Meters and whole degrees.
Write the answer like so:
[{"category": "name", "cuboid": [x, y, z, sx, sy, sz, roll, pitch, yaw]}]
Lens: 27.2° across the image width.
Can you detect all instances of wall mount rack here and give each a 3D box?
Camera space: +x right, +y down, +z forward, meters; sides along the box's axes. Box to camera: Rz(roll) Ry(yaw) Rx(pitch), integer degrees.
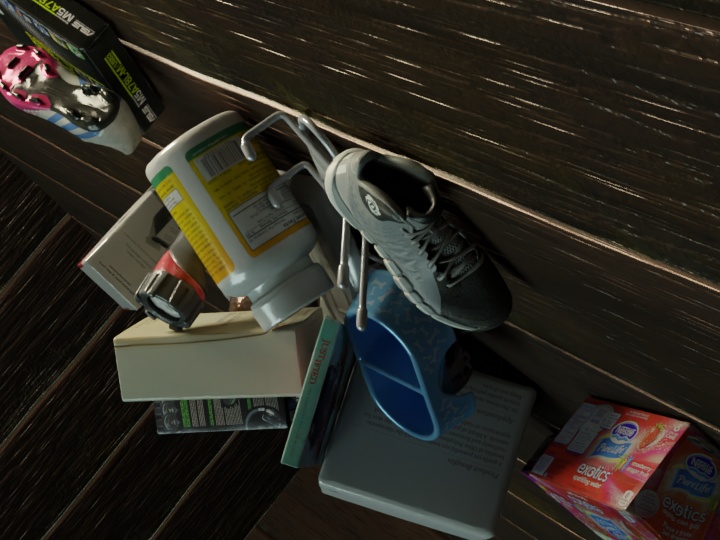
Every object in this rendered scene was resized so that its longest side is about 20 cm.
[{"category": "wall mount rack", "cuboid": [-0.030, -0.048, 1.338, 0.174, 0.075, 0.200, 51, 175, 21]}]

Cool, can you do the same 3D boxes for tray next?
[{"category": "tray", "cuboid": [-0.030, -0.009, 1.524, 0.107, 0.022, 0.200, 14, 135, 54]}]

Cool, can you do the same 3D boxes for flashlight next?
[{"category": "flashlight", "cuboid": [-0.154, -0.034, 1.537, 0.068, 0.200, 0.068, 40, 154, -15]}]

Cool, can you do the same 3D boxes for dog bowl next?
[{"category": "dog bowl", "cuboid": [0.044, 0.088, 1.440, 0.111, 0.050, 0.200, 25, 147, 38]}]

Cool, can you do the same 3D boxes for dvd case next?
[{"category": "dvd case", "cuboid": [-0.038, 0.125, 1.493, 0.022, 0.146, 0.200, 16, 174, 5]}]

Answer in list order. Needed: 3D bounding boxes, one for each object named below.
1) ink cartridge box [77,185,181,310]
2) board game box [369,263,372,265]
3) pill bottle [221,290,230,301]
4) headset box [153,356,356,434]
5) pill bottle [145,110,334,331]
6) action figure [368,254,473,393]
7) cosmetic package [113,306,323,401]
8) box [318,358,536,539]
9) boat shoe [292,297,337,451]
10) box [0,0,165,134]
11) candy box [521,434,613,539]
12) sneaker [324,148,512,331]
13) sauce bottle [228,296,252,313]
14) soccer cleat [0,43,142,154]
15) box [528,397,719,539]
[{"category": "ink cartridge box", "cuboid": [-0.227, -0.053, 1.723, 0.083, 0.200, 0.147, 44, 169, -9]}, {"category": "board game box", "cuboid": [0.000, 0.000, 1.613, 0.200, 0.039, 0.158, 53, 166, -26]}, {"category": "pill bottle", "cuboid": [-0.089, 0.040, 1.884, 0.112, 0.112, 0.200, 31, 167, 38]}, {"category": "headset box", "cuboid": [-0.130, 0.132, 1.770, 0.200, 0.093, 0.174, -6, -177, 29]}, {"category": "pill bottle", "cuboid": [-0.113, -0.046, 1.462, 0.200, 0.113, 0.113, 56, 169, 1]}, {"category": "action figure", "cuboid": [0.068, 0.039, 1.467, 0.130, 0.069, 0.200, 41, 160, 32]}, {"category": "cosmetic package", "cuboid": [-0.143, 0.087, 1.550, 0.199, 0.073, 0.104, -4, -169, 15]}, {"category": "box", "cuboid": [0.071, 0.193, 1.663, 0.198, 0.172, 0.200, 17, 168, 3]}, {"category": "boat shoe", "cuboid": [-0.058, 0.107, 1.642, 0.060, 0.201, 0.074, 3, -167, 10]}, {"category": "box", "cuboid": [-0.324, -0.254, 1.626, 0.200, 0.048, 0.193, 35, 167, 21]}, {"category": "candy box", "cuboid": [0.289, 0.267, 1.678, 0.200, 0.061, 0.136, 40, 169, -1]}, {"category": "sneaker", "cuboid": [0.057, -0.024, 1.211, 0.200, 0.075, 0.115, 42, 167, -9]}, {"category": "sauce bottle", "cuboid": [-0.113, 0.021, 1.656, 0.065, 0.201, 0.065, 4, 161, 1]}, {"category": "soccer cleat", "cuboid": [-0.317, -0.178, 1.606, 0.200, 0.070, 0.086, 30, 167, 33]}, {"category": "box", "cuboid": [0.254, 0.193, 1.369, 0.095, 0.100, 0.200, 42, 169, -15]}]
